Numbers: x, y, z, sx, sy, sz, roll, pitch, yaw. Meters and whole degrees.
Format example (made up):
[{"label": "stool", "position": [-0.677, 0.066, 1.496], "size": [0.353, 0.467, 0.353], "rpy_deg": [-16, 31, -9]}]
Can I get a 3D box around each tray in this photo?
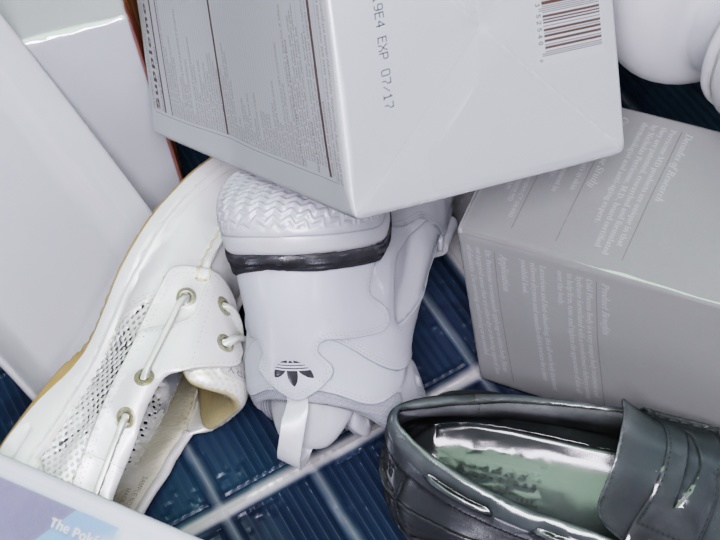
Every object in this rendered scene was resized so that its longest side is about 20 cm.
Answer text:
[{"label": "tray", "position": [-0.149, -0.030, 0.701], "size": [0.022, 0.200, 0.108], "rpy_deg": [-1, 49, 34]}]

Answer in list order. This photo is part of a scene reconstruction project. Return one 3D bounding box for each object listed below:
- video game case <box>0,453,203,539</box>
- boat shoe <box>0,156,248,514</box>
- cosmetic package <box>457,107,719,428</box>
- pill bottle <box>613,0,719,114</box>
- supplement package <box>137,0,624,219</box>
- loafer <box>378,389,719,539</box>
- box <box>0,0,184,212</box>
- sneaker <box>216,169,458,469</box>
[{"label": "video game case", "position": [-0.150, 0.158, 0.628], "size": [0.199, 0.023, 0.184], "rpy_deg": [18, 76, 23]}, {"label": "boat shoe", "position": [-0.073, 0.039, 0.712], "size": [0.069, 0.071, 0.201], "rpy_deg": [21, 69, 24]}, {"label": "cosmetic package", "position": [0.144, 0.012, 0.668], "size": [0.198, 0.107, 0.091], "rpy_deg": [16, 57, 19]}, {"label": "pill bottle", "position": [0.120, -0.142, 0.655], "size": [0.119, 0.120, 0.201], "rpy_deg": [-30, 62, -13]}, {"label": "supplement package", "position": [-0.004, -0.102, 0.655], "size": [0.109, 0.115, 0.200], "rpy_deg": [-14, 19, -23]}, {"label": "loafer", "position": [0.103, 0.084, 0.642], "size": [0.199, 0.071, 0.069], "rpy_deg": [7, 55, 15]}, {"label": "box", "position": [-0.153, -0.128, 0.815], "size": [0.097, 0.125, 0.201], "rpy_deg": [-15, 52, -2]}, {"label": "sneaker", "position": [0.000, 0.000, 0.724], "size": [0.074, 0.116, 0.200], "rpy_deg": [3, 18, 20]}]
